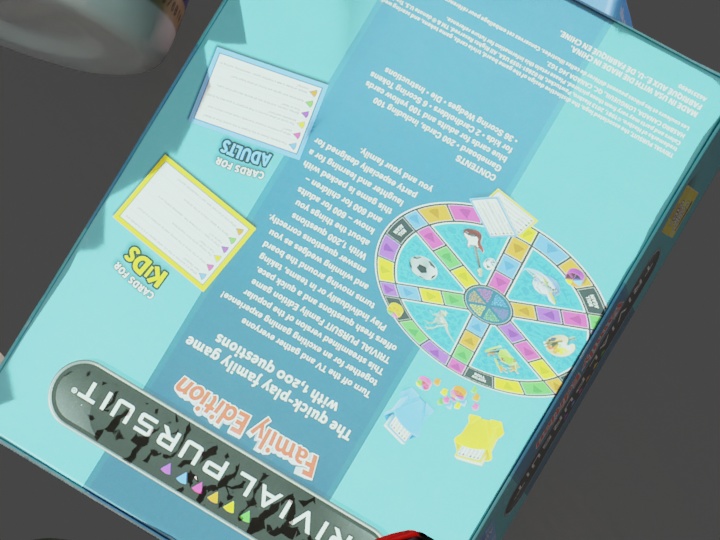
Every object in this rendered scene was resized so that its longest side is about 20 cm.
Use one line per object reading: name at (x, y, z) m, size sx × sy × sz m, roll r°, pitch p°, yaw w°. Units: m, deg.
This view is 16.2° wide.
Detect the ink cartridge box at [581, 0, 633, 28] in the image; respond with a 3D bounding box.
ink cartridge box at (0.007, -0.004, 0.816) m, size 0.116 × 0.067 × 0.200 m, roll 14°, pitch 80°, yaw 12°

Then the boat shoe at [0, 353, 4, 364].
boat shoe at (-0.206, 0.008, 0.776) m, size 0.200 × 0.073 × 0.062 m, roll 29°, pitch 102°, yaw 6°

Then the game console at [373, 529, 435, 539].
game console at (0.006, 0.188, 0.723) m, size 0.177 × 0.031 × 0.200 m, roll -33°, pitch 102°, yaw 26°

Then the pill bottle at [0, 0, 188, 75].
pill bottle at (-0.084, -0.176, 0.849) m, size 0.111 × 0.111 × 0.200 m, roll 17°, pitch 80°, yaw 13°

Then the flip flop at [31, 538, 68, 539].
flip flop at (-0.042, 0.159, 0.795) m, size 0.200 × 0.058 × 0.081 m, roll 31°, pitch 74°, yaw -1°

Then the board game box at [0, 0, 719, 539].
board game box at (0.000, 0.000, 0.756) m, size 0.151 × 0.047 × 0.200 m, roll 30°, pitch 85°, yaw 14°
